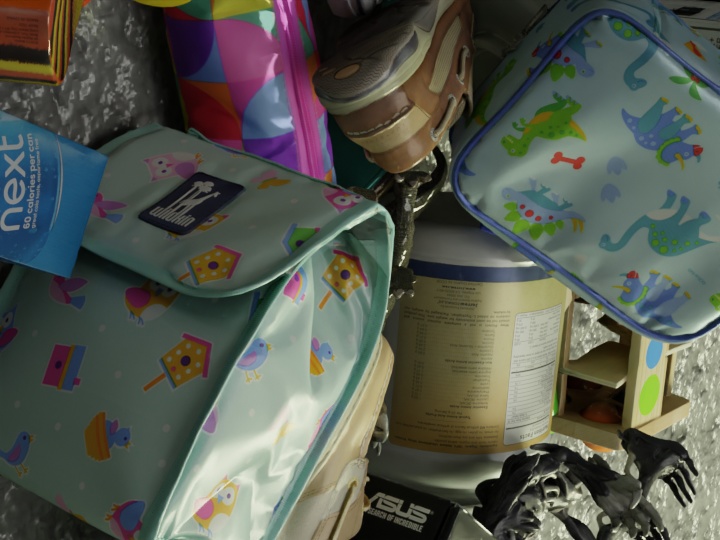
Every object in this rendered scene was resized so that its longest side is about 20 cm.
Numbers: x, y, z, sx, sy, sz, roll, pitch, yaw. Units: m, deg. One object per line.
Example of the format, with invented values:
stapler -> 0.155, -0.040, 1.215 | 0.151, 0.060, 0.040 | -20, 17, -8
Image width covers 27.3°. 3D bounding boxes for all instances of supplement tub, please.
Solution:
supplement tub -> 0.059, 0.057, 0.978 | 0.144, 0.144, 0.201 | -13, 112, -52

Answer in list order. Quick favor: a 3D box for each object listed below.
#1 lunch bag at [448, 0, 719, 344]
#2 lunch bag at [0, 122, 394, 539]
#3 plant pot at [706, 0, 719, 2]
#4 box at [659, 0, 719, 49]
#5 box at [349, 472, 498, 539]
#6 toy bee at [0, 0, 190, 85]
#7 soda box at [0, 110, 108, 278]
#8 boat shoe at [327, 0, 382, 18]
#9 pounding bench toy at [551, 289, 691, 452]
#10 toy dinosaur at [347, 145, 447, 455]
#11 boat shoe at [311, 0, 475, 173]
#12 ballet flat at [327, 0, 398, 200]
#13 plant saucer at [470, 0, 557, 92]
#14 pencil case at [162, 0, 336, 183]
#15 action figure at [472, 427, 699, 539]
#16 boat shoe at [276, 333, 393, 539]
lunch bag -> 0.158, -0.060, 0.860 | 0.161, 0.200, 0.083 | -49, -164, 26
lunch bag -> -0.091, 0.029, 0.733 | 0.122, 0.170, 0.200 | 36, 77, -53
plant pot -> 0.302, -0.237, 1.228 | 0.200, 0.141, 0.142 | -42, 133, -49
box -> 0.178, -0.132, 1.032 | 0.060, 0.199, 0.117 | -31, 124, -47
box -> -0.041, 0.191, 0.836 | 0.086, 0.200, 0.164 | 47, 64, -50
toy bee -> -0.134, -0.145, 0.673 | 0.109, 0.131, 0.200 | 99, 15, -52
soda box -> -0.206, -0.053, 0.636 | 0.200, 0.068, 0.064 | 22, 83, -55
boat shoe -> 0.013, -0.178, 0.828 | 0.200, 0.067, 0.074 | -62, 150, -76
pounding bench toy -> 0.165, 0.062, 1.146 | 0.200, 0.124, 0.157 | -14, 113, -52
toy dinosaur -> 0.000, 0.000, 0.856 | 0.102, 0.077, 0.200 | 115, -12, -50
boat shoe -> 0.028, -0.110, 0.833 | 0.072, 0.076, 0.200 | 61, 28, -16
ballet flat -> 0.022, -0.109, 0.942 | 0.201, 0.068, 0.063 | -66, 158, -12
plant saucer -> 0.110, -0.109, 0.968 | 0.050, 0.200, 0.201 | -27, 125, -21
pencil case -> -0.061, -0.111, 0.805 | 0.088, 0.088, 0.201 | -39, 132, -41
action figure -> 0.133, 0.160, 0.918 | 0.200, 0.102, 0.119 | -8, 133, -41
boat shoe -> -0.033, 0.120, 0.775 | 0.069, 0.074, 0.200 | 35, 79, -37
